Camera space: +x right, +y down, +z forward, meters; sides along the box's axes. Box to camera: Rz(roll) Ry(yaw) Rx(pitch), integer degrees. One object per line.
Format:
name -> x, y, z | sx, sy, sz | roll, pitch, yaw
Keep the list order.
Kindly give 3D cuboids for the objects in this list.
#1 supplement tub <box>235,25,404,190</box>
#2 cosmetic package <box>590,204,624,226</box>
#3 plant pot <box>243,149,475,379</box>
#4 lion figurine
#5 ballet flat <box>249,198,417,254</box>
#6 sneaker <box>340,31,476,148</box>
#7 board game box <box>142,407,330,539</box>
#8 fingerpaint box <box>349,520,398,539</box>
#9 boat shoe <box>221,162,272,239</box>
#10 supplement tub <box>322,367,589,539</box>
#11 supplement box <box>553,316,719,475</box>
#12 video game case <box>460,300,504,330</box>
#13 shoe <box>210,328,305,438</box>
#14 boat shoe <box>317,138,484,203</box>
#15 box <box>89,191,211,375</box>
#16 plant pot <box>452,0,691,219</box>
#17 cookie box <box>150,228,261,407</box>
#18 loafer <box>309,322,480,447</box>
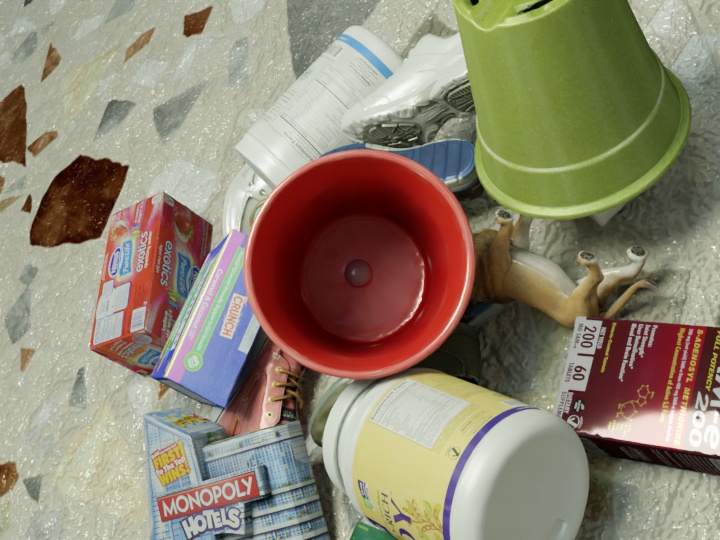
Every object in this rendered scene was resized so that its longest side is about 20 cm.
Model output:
supplement tub -> -0.031, -0.166, 1.176 | 0.200, 0.132, 0.132 | -47, 45, -2
cosmetic package -> 0.204, -0.149, 1.023 | 0.108, 0.085, 0.200 | -45, 44, 4
plant pot -> 0.000, 0.000, 0.955 | 0.198, 0.177, 0.203 | 0, 86, 1
lion figurine -> 0.168, 0.009, 0.950 | 0.199, 0.123, 0.072 | 32, 43, 23
ballet flat -> -0.018, -0.034, 1.085 | 0.198, 0.072, 0.069 | 11, 96, 2
sneaker -> 0.064, -0.191, 1.066 | 0.199, 0.078, 0.100 | -20, 55, 32
board game box -> -0.142, 0.227, 1.042 | 0.199, 0.061, 0.202 | -21, 80, 29
fingerpaint box -> 0.053, 0.327, 0.871 | 0.199, 0.073, 0.168 | 11, 72, 43
boat shoe -> -0.111, -0.105, 1.262 | 0.069, 0.071, 0.202 | -4, 62, 39
supplement tub -> 0.074, 0.165, 0.862 | 0.199, 0.145, 0.146 | 15, 75, 51
supplement box -> 0.264, 0.103, 0.841 | 0.199, 0.061, 0.110 | 3, 66, 39
video game case -> 0.039, 0.015, 1.095 | 0.182, 0.023, 0.201 | -37, 51, 17
shoe -> -0.083, 0.125, 1.099 | 0.201, 0.071, 0.091 | -55, 46, 15
boat shoe -> 0.035, -0.086, 1.078 | 0.198, 0.072, 0.073 | 0, 61, 25
box -> -0.261, 0.016, 1.295 | 0.099, 0.095, 0.202 | -19, 54, 29
plant pot -> 0.162, -0.181, 0.870 | 0.198, 0.190, 0.201 | -16, 48, 18
cookie box -> -0.159, 0.057, 1.136 | 0.173, 0.075, 0.200 | -66, 12, -12
loafer -> 0.035, 0.126, 1.004 | 0.199, 0.075, 0.070 | -36, 43, 17
